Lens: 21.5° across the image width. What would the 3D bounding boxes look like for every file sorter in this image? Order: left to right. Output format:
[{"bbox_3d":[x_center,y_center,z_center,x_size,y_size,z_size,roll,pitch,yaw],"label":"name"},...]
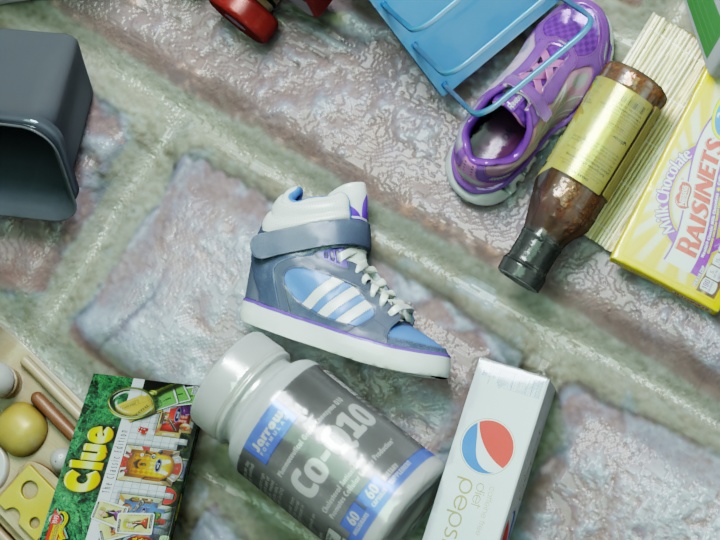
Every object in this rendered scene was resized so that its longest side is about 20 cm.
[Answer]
[{"bbox_3d":[0.077,-0.246,1.546,0.138,0.123,0.200,-39,115,3],"label":"file sorter"}]

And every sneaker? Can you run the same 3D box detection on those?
[{"bbox_3d":[0.000,0.000,1.611,0.199,0.081,0.148,17,88,19],"label":"sneaker"},{"bbox_3d":[0.144,-0.148,1.605,0.080,0.088,0.201,36,88,14],"label":"sneaker"}]

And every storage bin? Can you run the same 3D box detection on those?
[{"bbox_3d":[-0.331,-0.136,1.684,0.198,0.146,0.135,7,54,13],"label":"storage bin"}]

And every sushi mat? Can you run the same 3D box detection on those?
[{"bbox_3d":[0.240,-0.116,1.620,0.095,0.012,0.201,32,87,15],"label":"sushi mat"}]

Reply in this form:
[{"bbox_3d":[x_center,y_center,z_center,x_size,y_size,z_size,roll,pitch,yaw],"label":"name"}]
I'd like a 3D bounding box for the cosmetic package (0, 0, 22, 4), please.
[{"bbox_3d":[-0.310,-0.364,1.694,0.166,0.166,0.202,-6,78,10],"label":"cosmetic package"}]

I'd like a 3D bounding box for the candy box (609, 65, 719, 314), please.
[{"bbox_3d":[0.298,-0.075,1.587,0.102,0.026,0.201,26,86,7],"label":"candy box"}]

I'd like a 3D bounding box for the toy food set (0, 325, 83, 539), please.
[{"bbox_3d":[-0.303,0.161,1.653,0.200,0.060,0.144,42,90,15],"label":"toy food set"}]

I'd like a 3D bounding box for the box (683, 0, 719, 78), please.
[{"bbox_3d":[0.358,-0.292,1.529,0.198,0.171,0.201,-15,77,-7],"label":"box"}]

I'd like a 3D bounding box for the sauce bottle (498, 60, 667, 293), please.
[{"bbox_3d":[0.181,-0.077,1.584,0.066,0.066,0.201,32,86,15],"label":"sauce bottle"}]

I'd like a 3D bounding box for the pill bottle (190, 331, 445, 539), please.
[{"bbox_3d":[-0.038,0.147,1.575,0.199,0.114,0.114,37,88,15],"label":"pill bottle"}]

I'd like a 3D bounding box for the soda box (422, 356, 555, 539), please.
[{"bbox_3d":[0.102,0.179,1.565,0.063,0.068,0.202,17,83,13],"label":"soda box"}]

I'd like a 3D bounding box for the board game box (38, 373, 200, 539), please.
[{"bbox_3d":[-0.195,0.165,1.579,0.104,0.024,0.201,4,40,4],"label":"board game box"}]

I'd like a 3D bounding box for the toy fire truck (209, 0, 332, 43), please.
[{"bbox_3d":[-0.117,-0.296,1.642,0.200,0.168,0.112,38,89,15],"label":"toy fire truck"}]
